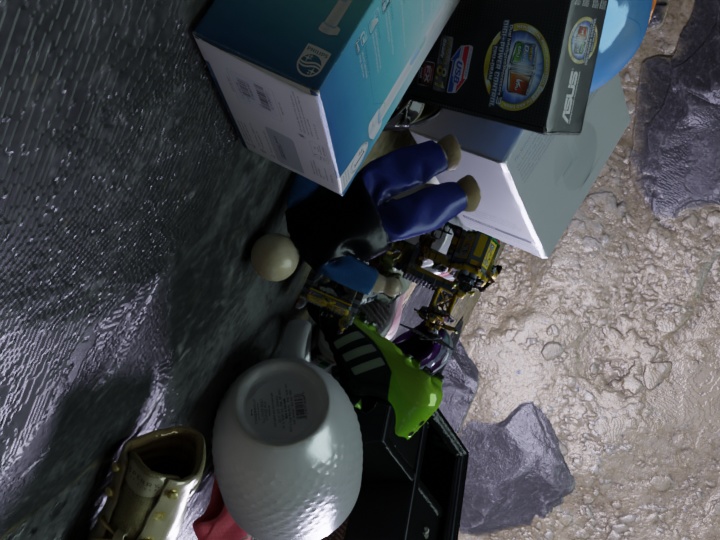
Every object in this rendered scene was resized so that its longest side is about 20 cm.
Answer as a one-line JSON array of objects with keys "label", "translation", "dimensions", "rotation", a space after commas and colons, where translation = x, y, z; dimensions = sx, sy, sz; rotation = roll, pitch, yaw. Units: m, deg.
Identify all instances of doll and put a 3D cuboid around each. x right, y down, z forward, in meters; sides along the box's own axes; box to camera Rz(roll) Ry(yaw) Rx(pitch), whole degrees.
[{"label": "doll", "translation": [0.003, -0.041, 0.783], "dimensions": [0.200, 0.137, 0.048], "rotation": [-23, 176, -15]}]

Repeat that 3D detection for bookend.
[{"label": "bookend", "translation": [0.032, 0.236, 1.041], "dimensions": [0.200, 0.092, 0.199], "rotation": [56, 34, -36]}]

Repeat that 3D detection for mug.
[{"label": "mug", "translation": [-0.069, 0.144, 0.913], "dimensions": [0.176, 0.147, 0.200], "rotation": [91, 4, -56]}]

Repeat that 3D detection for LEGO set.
[{"label": "LEGO set", "translation": [0.025, 0.009, 0.875], "dimensions": [0.116, 0.200, 0.154], "rotation": [-67, -172, -17]}]

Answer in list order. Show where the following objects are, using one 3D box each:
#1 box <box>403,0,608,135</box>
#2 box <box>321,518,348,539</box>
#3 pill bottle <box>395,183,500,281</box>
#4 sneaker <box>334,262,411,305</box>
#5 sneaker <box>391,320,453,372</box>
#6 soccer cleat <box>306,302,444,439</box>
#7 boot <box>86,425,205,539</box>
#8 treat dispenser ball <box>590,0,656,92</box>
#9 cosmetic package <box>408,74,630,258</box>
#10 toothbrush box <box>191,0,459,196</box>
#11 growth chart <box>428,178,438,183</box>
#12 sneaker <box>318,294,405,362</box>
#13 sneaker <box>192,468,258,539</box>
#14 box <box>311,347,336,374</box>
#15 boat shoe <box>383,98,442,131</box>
[{"label": "box", "translation": [0.104, -0.211, 0.676], "dimensions": [0.044, 0.160, 0.201], "rotation": [-6, 112, -40]}, {"label": "box", "translation": [-0.036, 0.319, 1.245], "dimensions": [0.200, 0.164, 0.166], "rotation": [-52, 172, 18]}, {"label": "pill bottle", "translation": [0.097, -0.047, 1.175], "dimensions": [0.114, 0.114, 0.200], "rotation": [-64, 157, 8]}, {"label": "sneaker", "translation": [0.000, 0.000, 1.049], "dimensions": [0.085, 0.077, 0.200], "rotation": [-49, 158, -13]}, {"label": "sneaker", "translation": [0.022, 0.122, 1.133], "dimensions": [0.200, 0.074, 0.088], "rotation": [-38, 159, -7]}, {"label": "soccer cleat", "translation": [0.000, 0.093, 0.964], "dimensions": [0.081, 0.200, 0.067], "rotation": [-55, 142, 3]}, {"label": "boot", "translation": [-0.185, 0.212, 0.694], "dimensions": [0.156, 0.073, 0.200], "rotation": [-66, 169, 21]}, {"label": "treat dispenser ball", "translation": [0.155, -0.245, 0.815], "dimensions": [0.201, 0.201, 0.201], "rotation": [-58, 167, -21]}, {"label": "cosmetic package", "translation": [0.177, -0.157, 1.002], "dimensions": [0.200, 0.123, 0.200], "rotation": [-57, 147, -13]}, {"label": "toothbrush box", "translation": [-0.003, -0.171, 0.586], "dimensions": [0.200, 0.085, 0.146], "rotation": [-59, 167, -12]}, {"label": "growth chart", "translation": [0.095, -0.130, 1.257], "dimensions": [0.145, 0.018, 0.200], "rotation": [-47, 161, -50]}, {"label": "sneaker", "translation": [0.005, 0.073, 1.181], "dimensions": [0.200, 0.075, 0.105], "rotation": [-55, 162, -48]}, {"label": "sneaker", "translation": [-0.108, 0.214, 1.002], "dimensions": [0.074, 0.087, 0.200], "rotation": [-9, -129, 61]}, {"label": "box", "translation": [-0.072, 0.165, 1.166], "dimensions": [0.145, 0.036, 0.200], "rotation": [-65, 169, 13]}, {"label": "boat shoe", "translation": [0.026, -0.152, 0.798], "dimensions": [0.072, 0.065, 0.200], "rotation": [-64, 167, 16]}]
